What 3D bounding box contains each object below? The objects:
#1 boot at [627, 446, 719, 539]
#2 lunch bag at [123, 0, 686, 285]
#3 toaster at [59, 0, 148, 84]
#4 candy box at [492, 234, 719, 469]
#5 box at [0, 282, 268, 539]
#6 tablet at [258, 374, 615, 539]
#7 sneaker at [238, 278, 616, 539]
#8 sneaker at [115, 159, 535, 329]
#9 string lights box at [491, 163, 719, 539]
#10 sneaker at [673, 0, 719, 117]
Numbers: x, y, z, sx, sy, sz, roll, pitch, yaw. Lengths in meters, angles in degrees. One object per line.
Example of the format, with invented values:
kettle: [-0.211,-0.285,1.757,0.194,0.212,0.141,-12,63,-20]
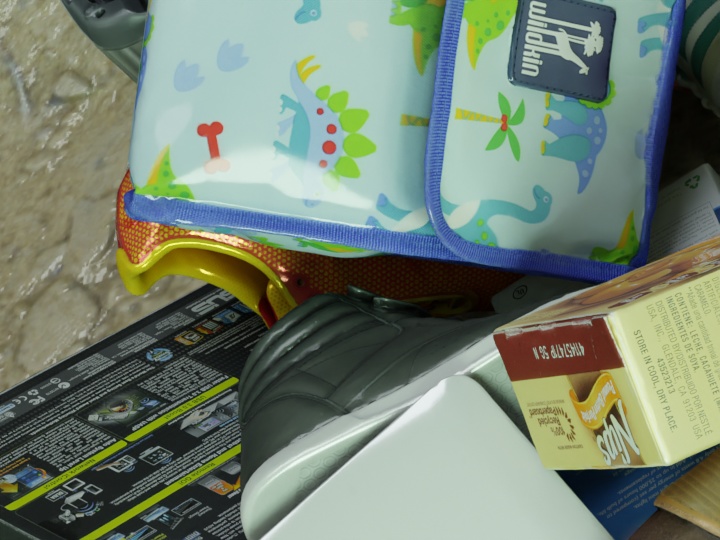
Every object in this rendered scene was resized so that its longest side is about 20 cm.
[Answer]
boot: [0.154,0.156,0.939,0.200,0.072,0.167,39,88,23]
lunch bag: [0.020,-0.087,1.088,0.127,0.199,0.171,-170,88,-85]
toaster: [-0.067,-0.133,1.364,0.114,0.129,0.200,-39,39,7]
candy box: [0.155,0.005,0.967,0.199,0.055,0.115,-23,3,-16]
box: [-0.057,0.076,1.134,0.160,0.044,0.200,23,37,35]
tablet: [0.051,0.149,0.997,0.130,0.200,0.014,-41,-3,3]
sneaker: [0.040,0.029,1.063,0.199,0.071,0.099,-23,34,-2]
sneaker: [0.000,0.000,1.174,0.199,0.073,0.077,8,70,-2]
string lights box: [0.125,0.064,1.082,0.103,0.059,0.200,-32,41,14]
sneaker: [0.155,-0.088,1.195,0.093,0.070,0.200,-47,35,35]
